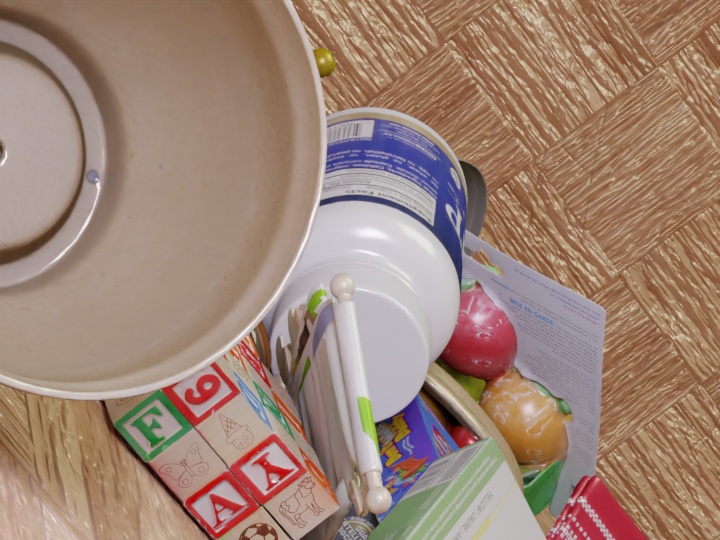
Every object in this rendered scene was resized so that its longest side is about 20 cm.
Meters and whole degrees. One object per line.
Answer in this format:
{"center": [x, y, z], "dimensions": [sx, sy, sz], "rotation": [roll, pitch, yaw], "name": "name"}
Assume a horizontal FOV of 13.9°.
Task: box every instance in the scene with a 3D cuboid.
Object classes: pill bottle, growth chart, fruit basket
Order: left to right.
{"center": [-0.020, 0.081, 1.515], "dimensions": [0.200, 0.018, 0.146], "rotation": [118, -34, -67], "name": "growth chart"}
{"center": [0.000, 0.000, 1.703], "dimensions": [0.120, 0.119, 0.200], "rotation": [51, 21, -21], "name": "pill bottle"}
{"center": [0.083, 0.056, 1.862], "dimensions": [0.185, 0.094, 0.201], "rotation": [29, -46, 31], "name": "fruit basket"}

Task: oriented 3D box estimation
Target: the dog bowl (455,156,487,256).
{"center": [-0.005, -0.006, 1.943], "dimensions": [0.059, 0.200, 0.200], "rotation": [40, -1, 24], "name": "dog bowl"}

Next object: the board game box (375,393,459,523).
{"center": [0.075, 0.176, 1.696], "dimensions": [0.200, 0.045, 0.135], "rotation": [54, 6, -19], "name": "board game box"}

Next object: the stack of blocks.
{"center": [-0.086, 0.051, 1.497], "dimensions": [0.115, 0.058, 0.200], "rotation": [51, 5, -30], "name": "stack of blocks"}

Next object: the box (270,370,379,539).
{"center": [0.003, 0.149, 1.723], "dimensions": [0.200, 0.049, 0.161], "rotation": [53, 7, -20], "name": "box"}

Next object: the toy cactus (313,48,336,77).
{"center": [-0.090, -0.070, 1.938], "dimensions": [0.102, 0.199, 0.166], "rotation": [54, -36, 43], "name": "toy cactus"}

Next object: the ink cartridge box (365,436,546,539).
{"center": [0.073, 0.205, 1.516], "dimensions": [0.201, 0.048, 0.146], "rotation": [61, 28, -8], "name": "ink cartridge box"}

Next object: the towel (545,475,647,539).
{"center": [0.119, 0.229, 1.625], "dimensions": [0.022, 0.200, 0.145], "rotation": [-11, -56, 51], "name": "towel"}

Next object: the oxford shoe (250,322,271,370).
{"center": [-0.094, -0.008, 1.656], "dimensions": [0.071, 0.071, 0.200], "rotation": [6, 41, -47], "name": "oxford shoe"}

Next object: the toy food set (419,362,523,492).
{"center": [0.019, 0.103, 1.832], "dimensions": [0.198, 0.049, 0.200], "rotation": [43, -21, 1], "name": "toy food set"}

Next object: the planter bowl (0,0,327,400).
{"center": [-0.131, -0.049, 1.174], "dimensions": [0.201, 0.200, 0.135], "rotation": [52, -22, -16], "name": "planter bowl"}
